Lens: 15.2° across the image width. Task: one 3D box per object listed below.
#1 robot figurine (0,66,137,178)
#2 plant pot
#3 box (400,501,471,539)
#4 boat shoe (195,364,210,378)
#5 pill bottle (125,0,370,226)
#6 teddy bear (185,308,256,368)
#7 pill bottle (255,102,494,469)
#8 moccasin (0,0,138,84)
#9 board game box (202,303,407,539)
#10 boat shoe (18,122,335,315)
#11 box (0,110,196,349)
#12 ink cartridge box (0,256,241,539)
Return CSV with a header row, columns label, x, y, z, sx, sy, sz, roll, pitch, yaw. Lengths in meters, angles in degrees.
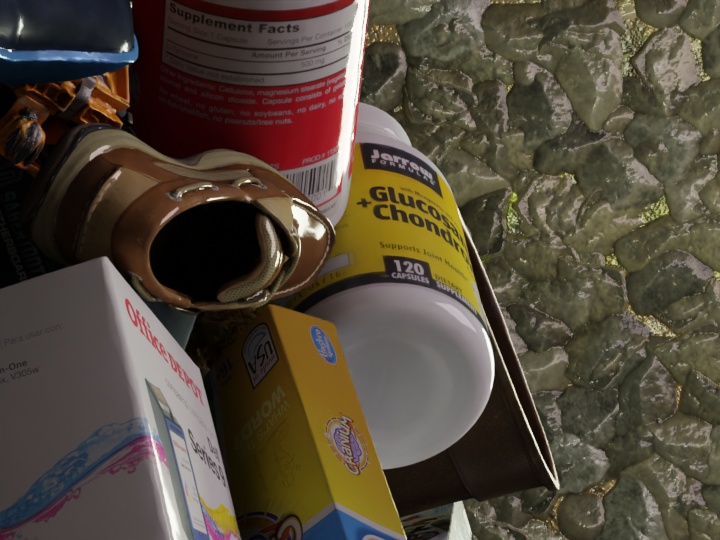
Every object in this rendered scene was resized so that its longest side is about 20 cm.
label,x,y,z,sx,sy,sz,roll,pitch,yaw
robot figurine,-0.156,-0.112,1.204,0.145,0.058,0.200,29,22,-30
plant pot,-0.005,0.074,1.650,0.200,0.198,0.200,-21,90,-86
box,-0.002,0.184,1.676,0.200,0.136,0.038,-58,132,-84
boat shoe,-0.080,0.091,1.429,0.200,0.072,0.060,59,27,-79
pill bottle,-0.052,-0.116,1.264,0.112,0.112,0.200,-101,-165,-56
teddy bear,-0.086,0.007,1.487,0.200,0.067,0.145,63,-11,3
pill bottle,0.000,0.000,1.372,0.200,0.112,0.112,-102,172,-53
moccasin,-0.165,-0.110,1.053,0.200,0.080,0.068,-3,84,-64
board game box,-0.045,0.138,1.204,0.040,0.153,0.200,19,35,-36
boat shoe,-0.066,-0.010,1.169,0.074,0.076,0.200,29,11,28
box,-0.134,-0.018,1.319,0.200,0.051,0.158,-76,149,-69
ink cartridge box,-0.101,0.116,1.093,0.145,0.087,0.200,61,11,-65
